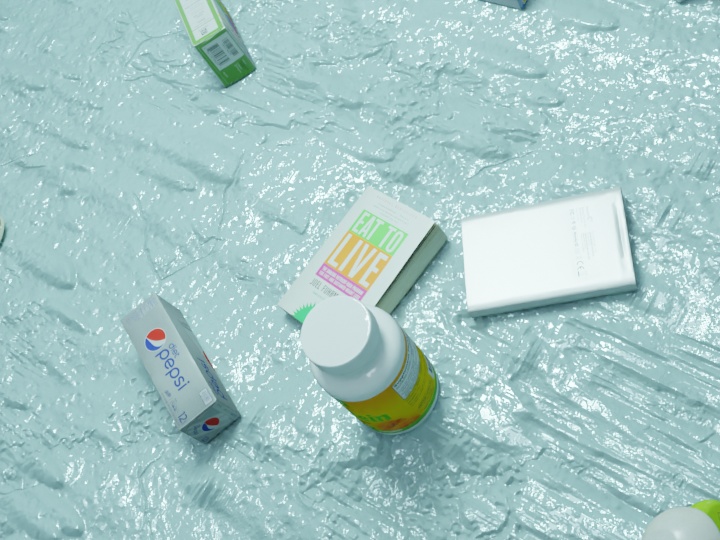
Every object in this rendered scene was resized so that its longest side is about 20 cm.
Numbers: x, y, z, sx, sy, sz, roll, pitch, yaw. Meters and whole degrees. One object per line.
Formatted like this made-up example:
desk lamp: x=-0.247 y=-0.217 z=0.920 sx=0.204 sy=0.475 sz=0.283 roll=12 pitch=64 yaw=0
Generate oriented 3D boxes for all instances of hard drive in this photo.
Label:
hard drive: x=0.224 y=-0.022 z=1.208 sx=0.199 sy=0.026 sz=0.132 roll=-11 pitch=61 yaw=18

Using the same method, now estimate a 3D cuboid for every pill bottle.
pill bottle: x=0.009 y=0.106 z=1.132 sx=0.111 sy=0.200 sz=0.111 roll=-10 pitch=61 yaw=19

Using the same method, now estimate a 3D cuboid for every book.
book: x=0.000 y=0.000 z=1.288 sx=0.133 sy=0.048 sz=0.200 roll=32 pitch=82 yaw=37

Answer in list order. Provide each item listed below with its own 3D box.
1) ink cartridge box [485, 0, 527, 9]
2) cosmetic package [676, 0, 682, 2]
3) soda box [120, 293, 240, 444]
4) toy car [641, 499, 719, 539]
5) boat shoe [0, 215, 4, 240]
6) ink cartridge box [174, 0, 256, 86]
ink cartridge box: x=0.210 y=-0.484 z=1.421 sx=0.136 sy=0.076 sz=0.200 roll=22 pitch=74 yaw=31
cosmetic package: x=0.409 y=-0.492 z=1.262 sx=0.166 sy=0.200 sz=0.168 roll=-37 pitch=56 yaw=2
soda box: x=-0.237 y=0.126 z=1.308 sx=0.063 sy=0.068 sz=0.200 roll=-39 pitch=56 yaw=2
toy car: x=0.320 y=0.321 z=0.933 sx=0.150 sy=0.174 sz=0.201 roll=-36 pitch=47 yaw=48
boat shoe: x=-0.637 y=-0.016 z=1.557 sx=0.200 sy=0.068 sz=0.072 roll=-47 pitch=55 yaw=-6
ink cartridge box: x=-0.238 y=-0.393 z=1.551 sx=0.059 sy=0.104 sz=0.200 roll=-30 pitch=56 yaw=6
